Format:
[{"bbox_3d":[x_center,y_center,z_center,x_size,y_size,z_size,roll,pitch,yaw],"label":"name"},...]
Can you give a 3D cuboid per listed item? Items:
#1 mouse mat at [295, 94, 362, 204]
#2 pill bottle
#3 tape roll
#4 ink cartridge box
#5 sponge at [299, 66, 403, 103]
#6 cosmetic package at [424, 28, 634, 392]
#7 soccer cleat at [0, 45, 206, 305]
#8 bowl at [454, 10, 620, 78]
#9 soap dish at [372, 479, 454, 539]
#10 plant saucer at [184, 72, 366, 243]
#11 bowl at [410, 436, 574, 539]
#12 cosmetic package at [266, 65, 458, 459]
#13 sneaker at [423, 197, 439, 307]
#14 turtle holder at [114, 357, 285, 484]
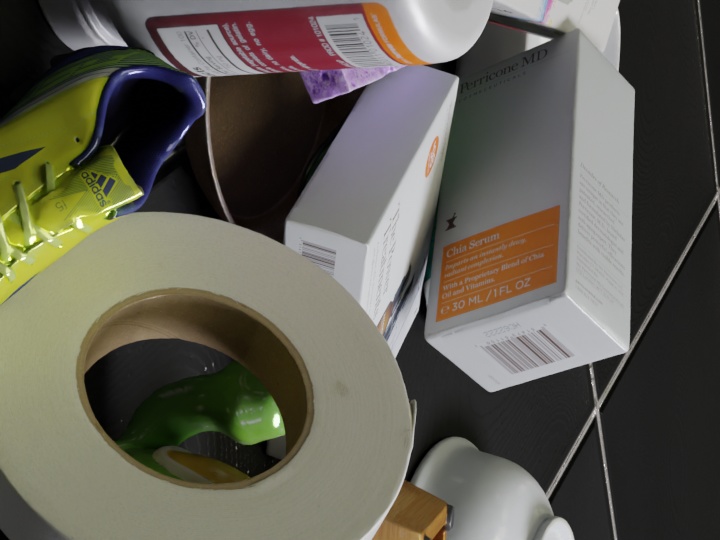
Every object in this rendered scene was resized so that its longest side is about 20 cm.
[{"bbox_3d":[-0.009,-0.040,0.959,0.200,0.008,0.161,-55,161,-51],"label":"mouse mat"},{"bbox_3d":[-0.047,-0.148,0.738,0.113,0.199,0.113,-3,94,-63],"label":"pill bottle"},{"bbox_3d":[-0.075,0.060,0.711,0.203,0.202,0.037,-59,177,-45],"label":"tape roll"},{"bbox_3d":[0.070,-0.196,0.983,0.200,0.116,0.068,10,99,-57],"label":"ink cartridge box"},{"bbox_3d":[-0.026,-0.196,0.844,0.111,0.030,0.201,-32,102,-53],"label":"sponge"},{"bbox_3d":[0.106,-0.038,0.970,0.071,0.101,0.201,40,44,-37],"label":"cosmetic package"},{"bbox_3d":[-0.139,-0.028,0.676,0.200,0.083,0.065,-55,141,-35],"label":"soccer cleat"},{"bbox_3d":[0.135,-0.159,1.241,0.200,0.074,0.201,37,59,-59],"label":"bowl"},{"bbox_3d":[0.004,0.223,0.941,0.157,0.081,0.201,5,89,-80],"label":"soap dish"},{"bbox_3d":[-0.047,-0.109,0.904,0.200,0.034,0.201,-35,131,-56],"label":"plant saucer"},{"bbox_3d":[0.101,0.225,1.173,0.201,0.090,0.202,-6,97,-63],"label":"bowl"},{"bbox_3d":[0.000,0.000,0.926,0.200,0.051,0.151,97,13,-47],"label":"cosmetic package"},{"bbox_3d":[0.067,-0.025,1.110,0.200,0.083,0.121,56,24,-79],"label":"sneaker"},{"bbox_3d":[-0.082,0.145,0.756,0.186,0.131,0.141,-57,139,-46],"label":"turtle holder"}]
